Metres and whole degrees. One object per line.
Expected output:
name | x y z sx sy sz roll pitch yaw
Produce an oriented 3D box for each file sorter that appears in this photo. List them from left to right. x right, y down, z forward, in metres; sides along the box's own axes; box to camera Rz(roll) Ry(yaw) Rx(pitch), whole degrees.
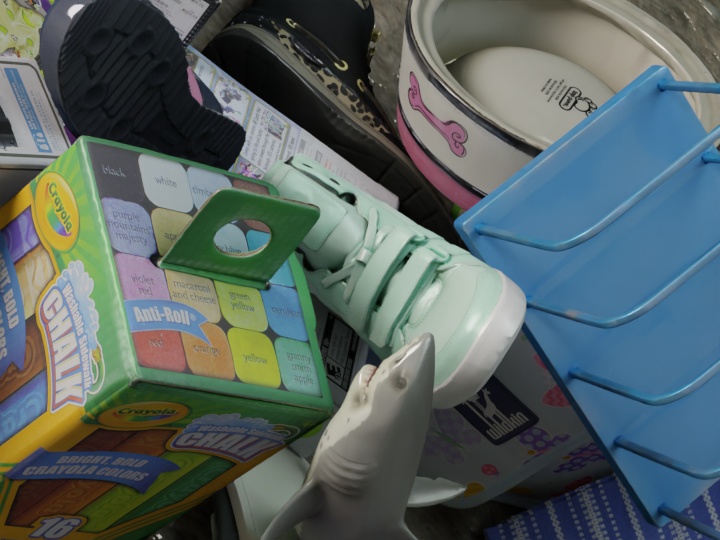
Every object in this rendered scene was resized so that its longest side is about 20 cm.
file sorter | 0.172 0.019 1.087 0.139 0.123 0.200 -38 107 -13

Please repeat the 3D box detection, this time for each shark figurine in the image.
shark figurine | 0.011 0.115 1.012 0.089 0.215 0.128 31 77 6

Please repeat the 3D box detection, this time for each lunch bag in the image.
lunch bag | 0.101 0.055 1.237 0.200 0.169 0.128 20 48 -45

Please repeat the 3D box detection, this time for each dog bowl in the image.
dog bowl | 0.110 -0.094 1.280 0.199 0.074 0.200 15 37 -12

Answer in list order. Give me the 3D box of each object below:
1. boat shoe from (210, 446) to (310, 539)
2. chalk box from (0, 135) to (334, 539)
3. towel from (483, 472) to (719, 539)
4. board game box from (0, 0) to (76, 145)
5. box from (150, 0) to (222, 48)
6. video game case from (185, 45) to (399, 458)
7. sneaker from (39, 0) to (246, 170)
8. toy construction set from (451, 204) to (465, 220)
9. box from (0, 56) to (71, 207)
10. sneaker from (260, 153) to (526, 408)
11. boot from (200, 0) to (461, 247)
boat shoe | -0.053 0.139 1.065 0.073 0.062 0.200 35 17 -21
chalk box | -0.100 0.029 0.980 0.125 0.200 0.124 13 53 -44
towel | 0.183 0.173 1.231 0.024 0.199 0.145 52 17 -68
board game box | -0.223 -0.137 1.129 0.200 0.032 0.120 38 41 -25
box | -0.162 -0.228 1.228 0.200 0.044 0.160 31 34 -17
video game case | -0.072 -0.022 1.178 0.181 0.045 0.200 37 33 -17
sneaker | -0.121 -0.095 1.046 0.082 0.070 0.200 43 -6 21
toy construction set | 0.145 -0.045 1.395 0.199 0.132 0.092 5 20 -9
box | -0.236 -0.045 0.952 0.200 0.117 0.060 -3 63 -51
sneaker | 0.000 0.000 1.072 0.118 0.074 0.200 34 -1 -22
boot | -0.002 -0.100 1.333 0.204 0.073 0.154 45 32 -17
